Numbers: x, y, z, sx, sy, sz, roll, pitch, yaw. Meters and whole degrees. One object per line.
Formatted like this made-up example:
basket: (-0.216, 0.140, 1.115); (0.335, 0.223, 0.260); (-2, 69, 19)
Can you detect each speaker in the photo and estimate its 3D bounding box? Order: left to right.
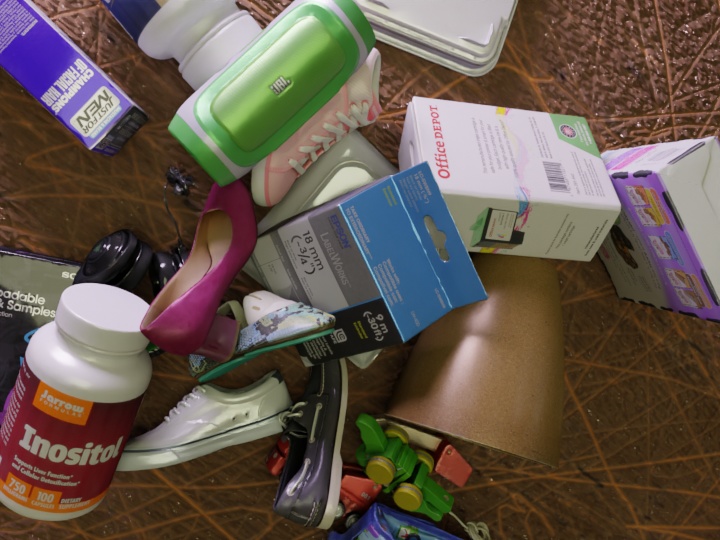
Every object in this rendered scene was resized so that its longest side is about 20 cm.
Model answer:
speaker: (-0.081, -0.172, 0.666); (0.200, 0.088, 0.089); (-44, 100, -3)

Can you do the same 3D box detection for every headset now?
headset: (-0.221, -0.005, 0.735); (0.123, 0.094, 0.201); (19, 103, -35)

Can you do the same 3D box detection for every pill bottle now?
pill bottle: (-0.263, 0.119, 0.665); (0.112, 0.113, 0.201); (21, 106, -11)
pill bottle: (-0.187, -0.277, 0.689); (0.120, 0.120, 0.200); (-41, 100, -3)

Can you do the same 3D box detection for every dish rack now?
dish rack: (0.084, -0.320, 0.768); (0.199, 0.044, 0.173); (18, 92, -12)

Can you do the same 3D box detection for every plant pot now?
plant pot: (0.140, 0.084, 0.762); (0.185, 0.186, 0.201); (18, 80, -10)

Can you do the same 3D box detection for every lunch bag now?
lunch bag: (0.045, 0.348, 0.782); (0.199, 0.094, 0.151); (32, 122, -5)

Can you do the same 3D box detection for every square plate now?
square plate: (-0.005, -0.024, 0.791); (0.200, 0.028, 0.198); (41, 88, -10)

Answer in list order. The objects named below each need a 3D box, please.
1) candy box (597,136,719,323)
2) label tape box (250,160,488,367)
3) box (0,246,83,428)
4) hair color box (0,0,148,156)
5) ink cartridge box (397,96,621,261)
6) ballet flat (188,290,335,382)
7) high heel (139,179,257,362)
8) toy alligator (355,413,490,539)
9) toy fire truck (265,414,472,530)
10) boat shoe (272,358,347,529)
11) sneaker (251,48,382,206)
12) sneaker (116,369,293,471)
candy box: (0.316, -0.044, 0.753); (0.071, 0.200, 0.168); (-31, 100, -5)
label tape box: (0.000, 0.000, 0.689); (0.199, 0.063, 0.145); (-19, 101, 38)
box: (-0.352, 0.081, 0.741); (0.142, 0.036, 0.202); (11, 92, -11)
hair color box: (-0.302, -0.203, 0.683); (0.200, 0.109, 0.065); (43, 88, -10)
ink cartridge box: (0.145, -0.095, 0.743); (0.198, 0.146, 0.084); (4, 139, -9)
ballet flat: (-0.110, 0.057, 0.708); (0.199, 0.074, 0.075); (-23, 101, 34)
high heel: (-0.151, -0.018, 0.672); (0.067, 0.096, 0.201); (-19, 60, 30)
toy alligator: (0.054, 0.232, 0.766); (0.200, 0.059, 0.054); (46, 128, -10)
toy fire truck: (0.010, 0.215, 0.806); (0.199, 0.049, 0.141); (36, 89, -10)
boat shoe: (-0.053, 0.159, 0.737); (0.062, 0.073, 0.201); (12, 54, -14)
sneaker: (-0.039, -0.151, 0.739); (0.104, 0.075, 0.202); (20, 89, 6)
sneaker: (-0.170, 0.158, 0.768); (0.199, 0.073, 0.071); (-14, 89, -17)
